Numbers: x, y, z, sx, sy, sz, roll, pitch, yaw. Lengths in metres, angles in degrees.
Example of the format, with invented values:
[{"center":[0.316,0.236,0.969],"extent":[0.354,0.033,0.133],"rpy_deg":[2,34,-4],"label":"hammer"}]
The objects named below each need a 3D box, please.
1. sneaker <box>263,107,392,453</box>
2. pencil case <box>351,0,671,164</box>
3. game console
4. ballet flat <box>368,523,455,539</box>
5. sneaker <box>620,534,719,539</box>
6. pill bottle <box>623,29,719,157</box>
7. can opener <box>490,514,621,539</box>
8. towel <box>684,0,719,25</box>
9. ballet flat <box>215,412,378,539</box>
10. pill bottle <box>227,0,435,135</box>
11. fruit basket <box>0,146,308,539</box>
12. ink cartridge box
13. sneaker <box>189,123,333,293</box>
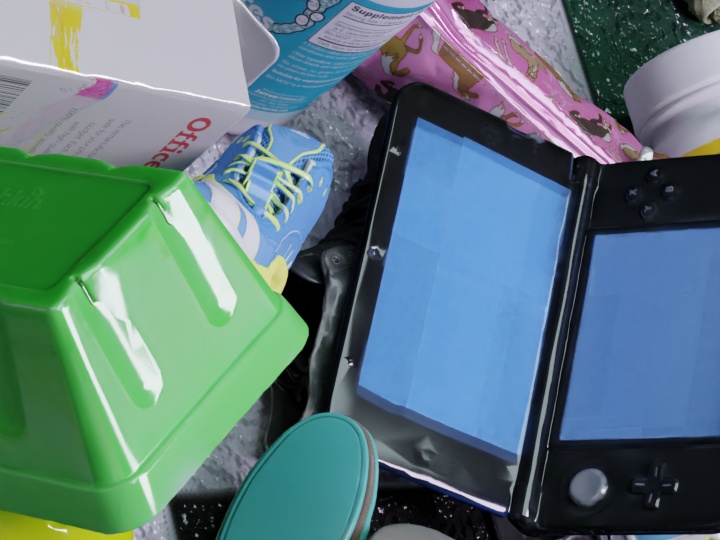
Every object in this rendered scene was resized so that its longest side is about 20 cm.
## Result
[{"center":[-0.002,0.001,1.301],"extent":[0.104,0.060,0.201],"rpy_deg":[15,64,-36],"label":"sneaker"},{"center":[0.074,-0.085,1.397],"extent":[0.200,0.087,0.083],"rpy_deg":[41,33,-9],"label":"pencil case"},{"center":[0.098,0.013,1.265],"extent":[0.118,0.170,0.201],"rpy_deg":[44,51,-48],"label":"game console"},{"center":[0.073,0.172,1.214],"extent":[0.200,0.064,0.068],"rpy_deg":[46,49,-40],"label":"ballet flat"},{"center":[0.179,0.096,1.344],"extent":[0.079,0.130,0.200],"rpy_deg":[-31,87,-47],"label":"sneaker"},{"center":[0.220,-0.025,1.464],"extent":[0.114,0.114,0.201],"rpy_deg":[-2,67,-40],"label":"pill bottle"},{"center":[0.084,0.086,1.343],"extent":[0.067,0.053,0.201],"rpy_deg":[33,37,-65],"label":"can opener"},{"center":[0.236,-0.233,1.657],"extent":[0.200,0.036,0.149],"rpy_deg":[-24,80,-45],"label":"towel"},{"center":[-0.038,0.158,1.182],"extent":[0.067,0.071,0.200],"rpy_deg":[7,52,17],"label":"ballet flat"},{"center":[-0.019,-0.155,1.284],"extent":[0.111,0.200,0.111],"rpy_deg":[20,53,-29],"label":"pill bottle"},{"center":[-0.133,0.063,1.090],"extent":[0.216,0.215,0.156],"rpy_deg":[47,51,-7],"label":"fruit basket"},{"center":[-0.151,-0.107,1.199],"extent":[0.199,0.128,0.126],"rpy_deg":[9,59,-36],"label":"ink cartridge box"},{"center":[-0.059,-0.030,1.182],"extent":[0.076,0.200,0.105],"rpy_deg":[23,77,4],"label":"sneaker"}]
